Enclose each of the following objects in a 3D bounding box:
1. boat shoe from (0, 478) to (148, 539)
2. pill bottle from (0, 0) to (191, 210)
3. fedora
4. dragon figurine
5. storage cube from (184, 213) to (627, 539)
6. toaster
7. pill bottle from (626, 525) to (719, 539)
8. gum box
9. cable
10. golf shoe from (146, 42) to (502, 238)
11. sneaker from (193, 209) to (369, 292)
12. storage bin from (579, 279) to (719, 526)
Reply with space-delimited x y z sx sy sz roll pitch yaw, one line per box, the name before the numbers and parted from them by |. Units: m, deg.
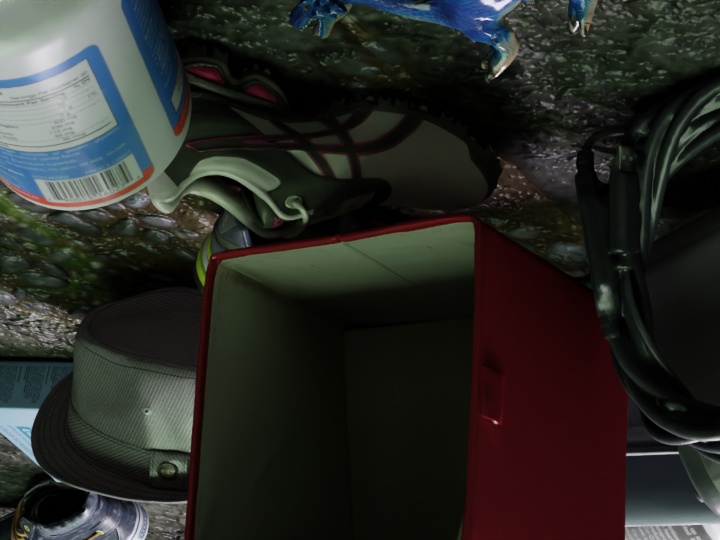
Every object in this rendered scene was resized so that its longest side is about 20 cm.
boat shoe | -0.303 0.237 1.656 0.200 0.071 0.091 -16 146 27
pill bottle | -0.151 -0.120 0.812 0.112 0.112 0.200 3 153 9
fedora | -0.127 0.072 1.190 0.200 0.177 0.090 10 126 13
dragon figurine | 0.052 -0.141 0.773 0.099 0.059 0.200 24 151 -32
storage cube | 0.031 0.087 0.940 0.171 0.200 0.180 -8 158 32
toaster | 0.229 0.035 0.964 0.129 0.200 0.114 -33 147 25
pill bottle | 0.243 0.160 1.287 0.114 0.114 0.200 26 149 -34
gum box | -0.181 0.124 1.409 0.200 0.045 0.170 0 153 16
cable | 0.195 0.003 0.894 0.163 0.200 0.051 -13 170 26
golf shoe | -0.023 -0.051 0.951 0.200 0.088 0.077 12 153 -13
sneaker | 0.000 0.000 1.072 0.200 0.074 0.081 9 152 -6
storage bin | 0.167 0.084 1.124 0.200 0.135 0.146 -5 152 26
